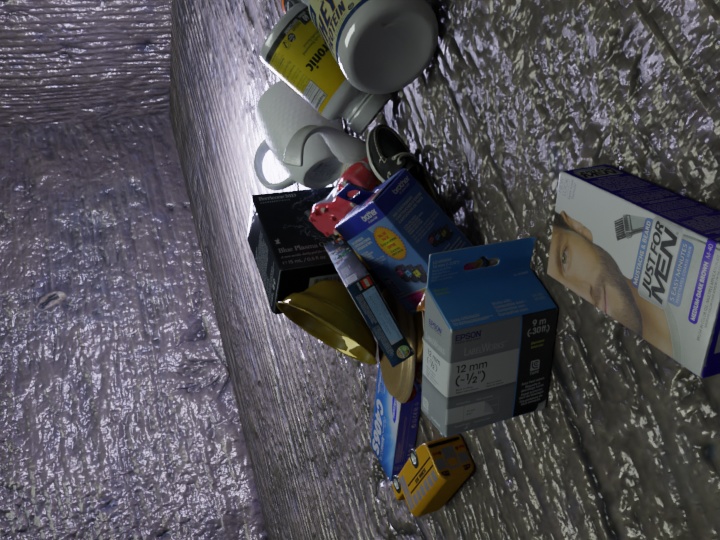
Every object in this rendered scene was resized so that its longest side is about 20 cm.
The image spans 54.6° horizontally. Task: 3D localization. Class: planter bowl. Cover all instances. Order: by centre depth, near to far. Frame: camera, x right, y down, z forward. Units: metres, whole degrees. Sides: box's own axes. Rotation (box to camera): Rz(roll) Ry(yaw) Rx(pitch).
[{"bbox_3d":[-0.039,0.074,1.190,0.084,0.199,0.200,-59,15,-15],"label":"planter bowl"}]

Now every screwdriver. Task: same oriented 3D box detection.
[{"bbox_3d":[0.000,0.000,1.152,0.029,0.200,0.028,-4,54,39],"label":"screwdriver"}]

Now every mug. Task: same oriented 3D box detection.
[{"bbox_3d":[-0.119,-0.234,1.309,0.147,0.199,0.177,26,-147,-60],"label":"mug"}]

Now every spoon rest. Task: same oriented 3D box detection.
[{"bbox_3d":[-0.036,-0.198,1.098,0.098,0.198,0.062,15,109,37],"label":"spoon rest"}]

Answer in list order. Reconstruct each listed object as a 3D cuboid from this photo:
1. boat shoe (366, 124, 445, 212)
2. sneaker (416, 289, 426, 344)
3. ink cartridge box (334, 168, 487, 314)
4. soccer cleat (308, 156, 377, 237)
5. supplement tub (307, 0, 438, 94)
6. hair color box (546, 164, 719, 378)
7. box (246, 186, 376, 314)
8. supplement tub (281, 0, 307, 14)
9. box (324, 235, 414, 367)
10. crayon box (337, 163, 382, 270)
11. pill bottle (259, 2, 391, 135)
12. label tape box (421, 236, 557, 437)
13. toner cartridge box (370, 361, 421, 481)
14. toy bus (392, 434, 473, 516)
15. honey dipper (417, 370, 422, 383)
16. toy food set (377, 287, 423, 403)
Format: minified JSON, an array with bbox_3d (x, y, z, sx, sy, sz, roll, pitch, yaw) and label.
[{"bbox_3d":[0.067,-0.135,1.016,0.060,0.073,0.203,125,129,-61],"label":"boat shoe"},{"bbox_3d":[0.117,0.096,0.877,0.072,0.085,0.202,10,138,46],"label":"sneaker"},{"bbox_3d":[0.054,-0.046,0.942,0.201,0.076,0.136,49,154,-7],"label":"ink cartridge box"},{"bbox_3d":[-0.024,-0.117,1.128,0.067,0.077,0.200,41,151,-4],"label":"soccer cleat"},{"bbox_3d":[0.009,-0.360,0.974,0.146,0.143,0.202,104,149,-46],"label":"supplement tub"},{"bbox_3d":[0.250,-0.010,0.607,0.200,0.064,0.111,-132,38,-57],"label":"hair color box"},{"bbox_3d":[-0.091,-0.044,1.292,0.119,0.193,0.201,104,149,-44],"label":"box"},{"bbox_3d":[-0.075,-0.457,1.209,0.201,0.105,0.108,-121,30,-45],"label":"supplement tub"},{"bbox_3d":[0.009,0.038,1.018,0.138,0.037,0.200,60,179,-21],"label":"box"},{"bbox_3d":[0.015,-0.097,1.153,0.200,0.051,0.127,50,126,54],"label":"crayon box"},{"bbox_3d":[-0.051,-0.308,1.091,0.199,0.112,0.111,41,157,-6],"label":"pill bottle"},{"bbox_3d":[0.147,0.075,0.796,0.066,0.141,0.203,-136,41,-57],"label":"label tape box"},{"bbox_3d":[0.061,0.265,1.238,0.095,0.042,0.203,-129,36,-51],"label":"toner cartridge box"},{"bbox_3d":[0.110,0.328,1.107,0.201,0.064,0.079,109,144,-50],"label":"toy bus"},{"bbox_3d":[0.118,0.122,1.047,0.201,0.037,0.038,110,145,-58],"label":"honey dipper"},{"bbox_3d":[0.067,0.107,1.110,0.199,0.048,0.203,-112,22,-60],"label":"toy food set"}]
